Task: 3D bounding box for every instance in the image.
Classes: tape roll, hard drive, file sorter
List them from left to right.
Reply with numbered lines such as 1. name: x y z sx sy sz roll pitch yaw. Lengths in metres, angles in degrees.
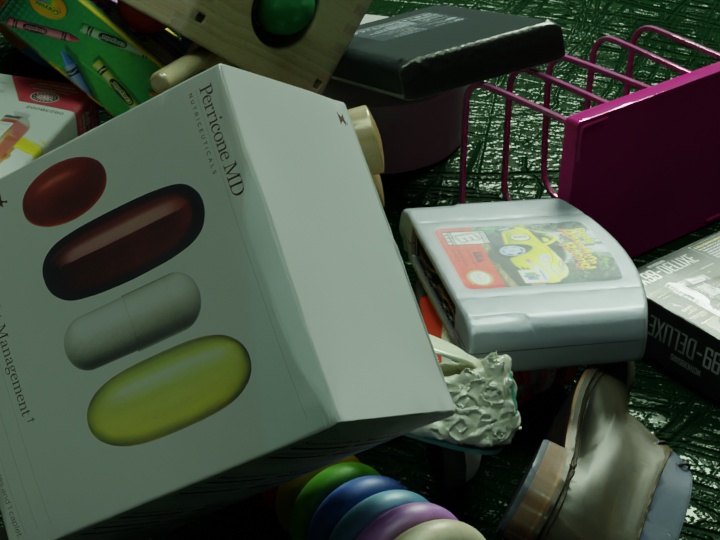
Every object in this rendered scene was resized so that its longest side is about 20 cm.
1. tape roll: -0.004 -0.158 1.387 0.200 0.066 0.200 2 31 -1
2. hard drive: 0.053 -0.178 1.264 0.140 0.033 0.200 -17 18 -19
3. file sorter: 0.188 -0.099 1.238 0.200 0.139 0.125 -22 38 -34

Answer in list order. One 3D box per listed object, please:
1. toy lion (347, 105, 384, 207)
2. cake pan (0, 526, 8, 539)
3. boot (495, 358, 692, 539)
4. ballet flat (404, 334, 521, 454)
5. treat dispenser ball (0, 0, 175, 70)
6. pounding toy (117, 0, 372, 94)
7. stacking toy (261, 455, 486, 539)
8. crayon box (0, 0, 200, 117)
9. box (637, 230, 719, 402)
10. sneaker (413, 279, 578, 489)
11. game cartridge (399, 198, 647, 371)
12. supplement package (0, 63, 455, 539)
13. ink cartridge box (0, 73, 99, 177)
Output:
1. toy lion: 0.000 0.000 1.053 0.069 0.192 0.200 -15 -8 -1
2. cake pan: -0.188 0.201 0.816 0.200 0.037 0.200 2 31 -1
3. boot: 0.157 0.121 0.964 0.097 0.075 0.200 29 38 8
4. ballet flat: -0.002 0.060 0.931 0.200 0.072 0.072 7 32 10
5. treat dispenser ball: -0.247 -0.278 1.433 0.201 0.201 0.201 2 32 -1
6. pounding toy: -0.112 -0.200 1.212 0.184 0.142 0.200 24 7 -47
7. stacking toy: -0.012 0.135 0.904 0.085 0.085 0.200 -16 32 -27
8. crayon box: -0.182 -0.166 1.275 0.200 0.058 0.119 39 15 -3
9. box: 0.299 0.028 1.123 0.200 0.050 0.158 -22 39 -35
10. sneaker: 0.093 0.065 1.030 0.108 0.067 0.201 -1 29 -1
11. game cartridge: 0.111 0.003 1.048 0.133 0.041 0.200 -1 25 -12
12. supplement package: -0.091 0.026 0.839 0.200 0.191 0.147 -25 -13 22
13. ink cartridge box: -0.302 -0.075 1.211 0.145 0.083 0.200 10 32 10
